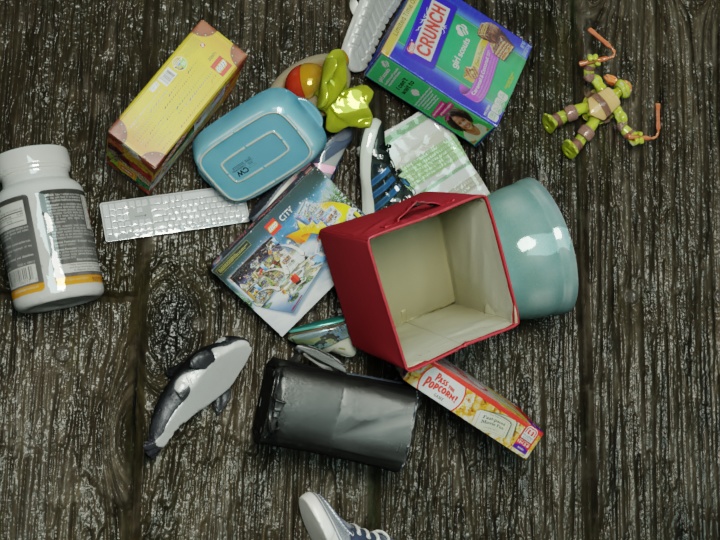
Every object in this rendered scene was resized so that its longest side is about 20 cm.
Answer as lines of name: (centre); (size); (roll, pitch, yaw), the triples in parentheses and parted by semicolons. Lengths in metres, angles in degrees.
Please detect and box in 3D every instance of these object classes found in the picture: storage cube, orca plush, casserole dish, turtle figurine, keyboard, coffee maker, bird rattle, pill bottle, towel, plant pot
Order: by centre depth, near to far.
pill bottle: (-0.405, -0.053, 1.296); (0.116, 0.116, 0.200); (-11, 84, -16)
storage cube: (0.072, 0.004, 1.298); (0.171, 0.180, 0.200); (-21, 103, -19)
coffee maker: (-0.031, 0.197, 1.318); (0.200, 0.192, 0.135); (12, 108, -10)
orca plush: (-0.234, 0.160, 1.350); (0.200, 0.071, 0.105); (-59, 142, -11)
casserole dish: (-0.139, -0.161, 1.351); (0.121, 0.200, 0.039); (49, 28, -26)
keyboard: (-0.256, -0.080, 1.396); (0.200, 0.011, 0.056); (-9, 84, -16)
bird rattle: (-0.078, -0.237, 1.413); (0.113, 0.200, 0.163); (48, 33, -35)
plant pot: (0.199, -0.017, 1.413); (0.134, 0.200, 0.201); (-16, 86, -11)
towel: (0.101, -0.128, 1.493); (0.149, 0.031, 0.200); (-32, 92, -15)
turtle figurine: (0.360, -0.259, 1.560); (0.161, 0.064, 0.200); (-36, 100, -10)

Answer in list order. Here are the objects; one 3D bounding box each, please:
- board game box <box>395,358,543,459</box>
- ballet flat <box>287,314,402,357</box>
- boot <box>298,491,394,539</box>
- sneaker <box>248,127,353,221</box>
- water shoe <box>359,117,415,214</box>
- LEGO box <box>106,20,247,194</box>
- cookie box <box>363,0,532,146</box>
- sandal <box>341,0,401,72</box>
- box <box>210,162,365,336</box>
board game box: (0.141, 0.170, 1.385); (0.200, 0.152, 0.046); (33, 92, -8)
ballet flat: (-0.002, 0.085, 1.408); (0.200, 0.074, 0.074); (-18, 86, -15)
boot: (-0.003, 0.371, 1.366); (0.090, 0.073, 0.200); (-30, 98, -24)
sneaker: (-0.067, -0.120, 1.429); (0.082, 0.070, 0.200); (46, 78, -17)
water shoe: (0.042, -0.116, 1.426); (0.079, 0.072, 0.200); (1, 105, 8)
LEGO box: (-0.249, -0.215, 1.347); (0.077, 0.149, 0.200); (37, 75, -7)
cookie box: (0.131, -0.309, 1.484); (0.200, 0.075, 0.171); (30, 62, -8)
sandal: (0.010, -0.392, 1.493); (0.050, 0.082, 0.203); (17, 75, 32)
box: (-0.086, -0.028, 1.374); (0.200, 0.038, 0.137); (-45, 106, 1)
